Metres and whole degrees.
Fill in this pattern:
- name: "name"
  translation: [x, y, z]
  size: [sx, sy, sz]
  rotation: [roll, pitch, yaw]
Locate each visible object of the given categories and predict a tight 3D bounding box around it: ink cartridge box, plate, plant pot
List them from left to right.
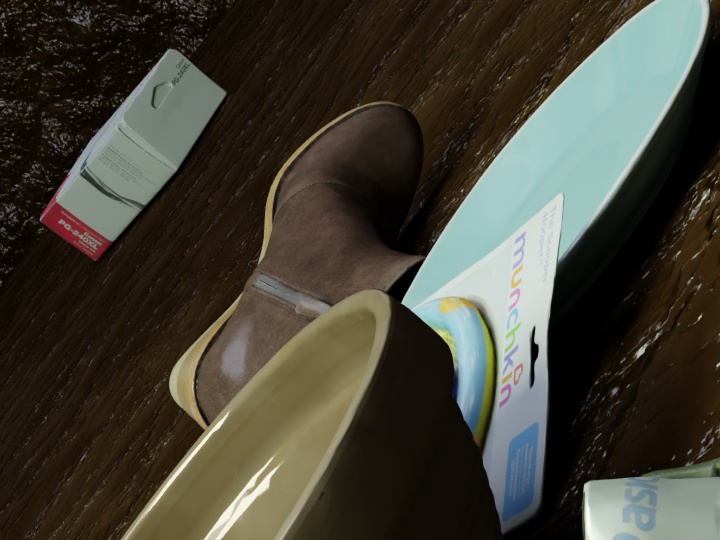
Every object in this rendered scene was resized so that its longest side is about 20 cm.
- name: "ink cartridge box"
  translation: [-0.246, -0.125, 2.485]
  size: [0.200, 0.083, 0.146]
  rotation: [-42, 15, 46]
- name: "plant pot"
  translation: [-0.021, 0.112, 0.652]
  size: [0.201, 0.093, 0.201]
  rotation: [-50, 11, 13]
- name: "plate"
  translation: [0.073, -0.021, 0.873]
  size: [0.200, 0.026, 0.200]
  rotation: [-50, 11, 13]

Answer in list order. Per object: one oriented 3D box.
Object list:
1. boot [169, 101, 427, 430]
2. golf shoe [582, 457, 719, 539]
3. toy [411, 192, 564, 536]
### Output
- name: "boot"
  translation: [0.000, 0.000, 1.078]
  size: [0.200, 0.072, 0.166]
  rotation: [-55, 22, -17]
- name: "golf shoe"
  translation: [0.082, 0.058, 0.363]
  size: [0.200, 0.097, 0.078]
  rotation: [-46, 10, 26]
- name: "toy"
  translation: [-0.001, 0.058, 0.796]
  size: [0.200, 0.047, 0.116]
  rotation: [136, 146, -54]
